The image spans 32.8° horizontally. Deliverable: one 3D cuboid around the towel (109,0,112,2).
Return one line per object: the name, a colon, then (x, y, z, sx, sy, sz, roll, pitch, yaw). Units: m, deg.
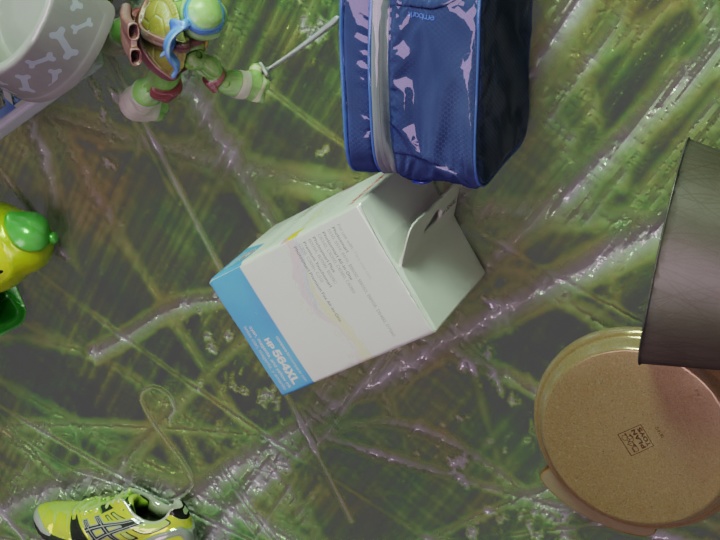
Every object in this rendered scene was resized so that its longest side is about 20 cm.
towel: (-0.277, -0.262, 1.139, 0.086, 0.018, 0.200, 48, 125, -2)

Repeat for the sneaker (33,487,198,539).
sneaker: (-0.273, 0.277, 1.377, 0.199, 0.075, 0.077, 6, 109, 13)

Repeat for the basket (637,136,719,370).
basket: (0.321, 0.010, 0.902, 0.199, 0.136, 0.181, 14, 114, 16)

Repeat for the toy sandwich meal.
toy sandwich meal: (0.241, 0.134, 1.044, 0.204, 0.070, 0.206, 9, 113, 23)

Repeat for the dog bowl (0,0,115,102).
dog bowl: (-0.290, -0.248, 1.049, 0.200, 0.059, 0.201, -4, 84, 40)

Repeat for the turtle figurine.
turtle figurine: (-0.135, -0.209, 1.059, 0.144, 0.200, 0.194, 41, 149, -24)

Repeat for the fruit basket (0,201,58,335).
fruit basket: (-0.417, -0.013, 1.267, 0.215, 0.155, 0.216, 26, 131, 33)

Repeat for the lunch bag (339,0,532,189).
lunch bag: (0.052, -0.161, 0.949, 0.132, 0.136, 0.201, 12, 120, 22)

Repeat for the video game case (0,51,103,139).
video game case: (-0.325, -0.228, 1.133, 0.200, 0.022, 0.183, -25, 74, 34)

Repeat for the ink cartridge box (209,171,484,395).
ink cartridge box: (0.000, 0.000, 1.058, 0.200, 0.129, 0.125, -24, 102, 34)
